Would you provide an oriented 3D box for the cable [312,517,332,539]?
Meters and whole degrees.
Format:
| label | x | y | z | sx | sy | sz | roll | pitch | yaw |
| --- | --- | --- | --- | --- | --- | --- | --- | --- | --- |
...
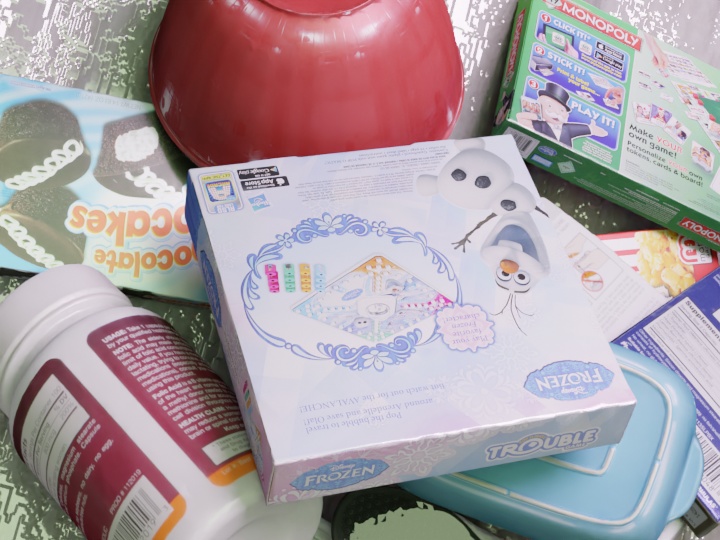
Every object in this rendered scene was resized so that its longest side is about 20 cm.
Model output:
| label | x | y | z | sx | sy | sz | roll | pitch | yaw |
| --- | --- | --- | --- | --- | --- | --- | --- | --- | --- |
| cable | -0.076 | 0.236 | 0.953 | 0.198 | 0.069 | 0.202 | -21 | 87 | -19 |

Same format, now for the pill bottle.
| label | x | y | z | sx | sy | sz | roll | pitch | yaw |
| --- | --- | --- | --- | --- | --- | --- | --- | --- | --- |
| pill bottle | -0.123 | 0.094 | 0.896 | 0.114 | 0.115 | 0.200 | -36 | 59 | -18 |

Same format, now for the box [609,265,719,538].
| label | x | y | z | sx | sy | sz | roll | pitch | yaw |
| --- | --- | --- | --- | --- | --- | --- | --- | --- | --- |
| box | 0.234 | 0.060 | 0.983 | 0.199 | 0.032 | 0.121 | -31 | 73 | -30 |

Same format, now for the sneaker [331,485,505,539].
| label | x | y | z | sx | sy | sz | roll | pitch | yaw |
| --- | --- | --- | --- | --- | --- | --- | --- | --- | --- |
| sneaker | 0.064 | 0.189 | 0.982 | 0.199 | 0.108 | 0.068 | 22 | 77 | -10 |

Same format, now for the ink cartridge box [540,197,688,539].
| label | x | y | z | sx | sy | sz | roll | pitch | yaw |
| --- | --- | --- | --- | --- | --- | --- | --- | --- | --- |
| ink cartridge box | 0.137 | 0.071 | 0.993 | 0.200 | 0.047 | 0.160 | 41 | 56 | 11 |

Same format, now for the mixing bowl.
| label | x | y | z | sx | sy | sz | roll | pitch | yaw |
| --- | --- | --- | --- | --- | --- | --- | --- | --- | --- |
| mixing bowl | -0.030 | -0.152 | 0.962 | 0.197 | 0.109 | 0.202 | 2 | 58 | -3 |

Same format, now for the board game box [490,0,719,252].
| label | x | y | z | sx | sy | sz | roll | pitch | yaw |
| --- | --- | --- | --- | --- | --- | --- | --- | --- | --- |
| board game box | 0.188 | -0.100 | 1.076 | 0.198 | 0.029 | 0.136 | 24 | 51 | -12 |

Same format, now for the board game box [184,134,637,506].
| label | x | y | z | sx | sy | sz | roll | pitch | yaw |
| --- | --- | --- | --- | --- | --- | --- | --- | --- | --- |
| board game box | 0.021 | 0.019 | 0.878 | 0.198 | 0.044 | 0.200 | -7 | 50 | -16 |

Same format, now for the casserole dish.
| label | x | y | z | sx | sy | sz | roll | pitch | yaw |
| --- | --- | --- | --- | --- | --- | --- | --- | --- | --- |
| casserole dish | 0.098 | 0.086 | 0.913 | 0.198 | 0.039 | 0.122 | 18 | 79 | 12 |

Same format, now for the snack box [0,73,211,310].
| label | x | y | z | sx | sy | sz | roll | pitch | yaw |
| --- | --- | --- | --- | --- | --- | --- | --- | --- | --- |
| snack box | -0.133 | -0.042 | 0.992 | 0.198 | 0.037 | 0.118 | 10 | 80 | -15 |

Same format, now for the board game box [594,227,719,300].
| label | x | y | z | sx | sy | sz | roll | pitch | yaw |
| --- | --- | --- | --- | --- | --- | --- | --- | --- | --- |
| board game box | 0.146 | 0.056 | 1.057 | 0.198 | 0.046 | 0.153 | -6 | 83 | -18 |
